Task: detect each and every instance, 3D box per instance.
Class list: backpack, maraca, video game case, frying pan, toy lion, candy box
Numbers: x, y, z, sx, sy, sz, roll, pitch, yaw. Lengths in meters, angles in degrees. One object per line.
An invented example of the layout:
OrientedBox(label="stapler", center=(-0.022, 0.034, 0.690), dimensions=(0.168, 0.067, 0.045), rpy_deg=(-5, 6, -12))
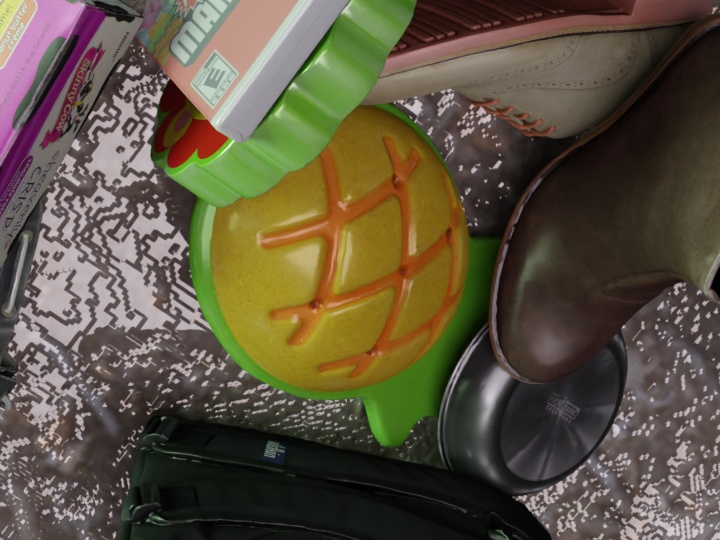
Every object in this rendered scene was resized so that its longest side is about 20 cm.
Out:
OrientedBox(label="backpack", center=(-0.005, 0.148, 1.042), dimensions=(0.200, 0.163, 0.154), rpy_deg=(-3, 112, -1))
OrientedBox(label="maraca", center=(0.000, 0.000, 1.040), dimensions=(0.200, 0.107, 0.137), rpy_deg=(41, 81, -39))
OrientedBox(label="video game case", center=(-0.048, -0.150, 0.933), dimensions=(0.017, 0.200, 0.143), rpy_deg=(31, 100, -35))
OrientedBox(label="frying pan", center=(0.114, 0.037, 1.102), dimensions=(0.190, 0.031, 0.115), rpy_deg=(-40, 133, -15))
OrientedBox(label="toy lion", center=(-0.011, -0.123, 0.933), dimensions=(0.069, 0.192, 0.200), rpy_deg=(34, 127, -24))
OrientedBox(label="candy box", center=(-0.208, -0.100, 0.942), dimensions=(0.200, 0.061, 0.136), rpy_deg=(34, 100, 14))

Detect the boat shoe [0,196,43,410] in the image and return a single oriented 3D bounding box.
OrientedBox(label="boat shoe", center=(-0.186, 0.045, 1.034), dimensions=(0.071, 0.072, 0.200), rpy_deg=(-1, 123, -37))

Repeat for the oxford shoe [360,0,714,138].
OrientedBox(label="oxford shoe", center=(0.075, -0.089, 1.025), dimensions=(0.200, 0.071, 0.074), rpy_deg=(-11, 115, -23))

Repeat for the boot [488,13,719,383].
OrientedBox(label="boot", center=(0.123, -0.016, 0.961), dimensions=(0.072, 0.166, 0.200), rpy_deg=(28, 104, -13))
